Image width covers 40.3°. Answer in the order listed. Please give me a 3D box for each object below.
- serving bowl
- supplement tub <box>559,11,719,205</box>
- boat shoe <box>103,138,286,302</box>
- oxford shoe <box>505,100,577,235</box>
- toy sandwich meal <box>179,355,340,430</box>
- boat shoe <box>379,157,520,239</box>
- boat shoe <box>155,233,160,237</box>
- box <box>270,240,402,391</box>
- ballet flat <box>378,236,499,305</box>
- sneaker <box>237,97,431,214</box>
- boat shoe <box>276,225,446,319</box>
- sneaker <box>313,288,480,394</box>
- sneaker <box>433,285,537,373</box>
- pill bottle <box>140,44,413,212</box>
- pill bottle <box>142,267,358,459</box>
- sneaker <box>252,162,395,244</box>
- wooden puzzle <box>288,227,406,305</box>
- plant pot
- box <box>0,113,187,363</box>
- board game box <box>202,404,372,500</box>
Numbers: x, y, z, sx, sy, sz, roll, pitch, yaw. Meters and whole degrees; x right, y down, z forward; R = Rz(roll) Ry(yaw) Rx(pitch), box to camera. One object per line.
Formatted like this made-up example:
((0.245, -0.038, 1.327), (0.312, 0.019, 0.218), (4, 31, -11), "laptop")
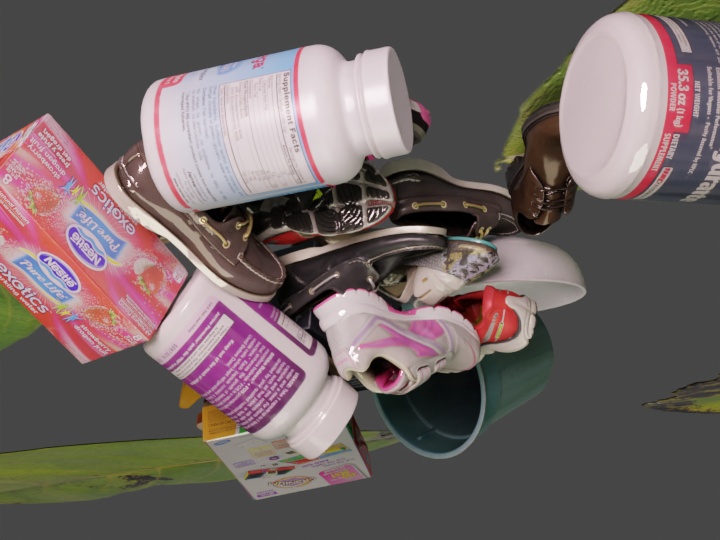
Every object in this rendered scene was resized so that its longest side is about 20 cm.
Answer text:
((0.156, 0.003, 1.129), (0.197, 0.067, 0.200), (-3, 167, -1), "serving bowl")
((0.270, -0.123, 0.770), (0.197, 0.142, 0.140), (2, 159, -14), "supplement tub")
((-0.134, -0.044, 0.883), (0.059, 0.072, 0.200), (-38, 122, 20), "boat shoe")
((0.185, -0.091, 0.924), (0.072, 0.086, 0.200), (-2, 158, 0), "oxford shoe")
((-0.118, 0.131, 1.093), (0.202, 0.071, 0.206), (2, 154, 1), "toy sandwich meal")
((0.099, -0.059, 1.022), (0.200, 0.061, 0.071), (14, 153, -39), "boat shoe")
((-0.222, -0.050, 0.965), (0.200, 0.061, 0.071), (-22, 150, 39), "boat shoe")
((-0.062, 0.066, 1.159), (0.147, 0.108, 0.200), (-13, 151, 29), "box")
((0.065, 0.003, 1.032), (0.071, 0.073, 0.199), (13, 174, -37), "ballet flat")
((-0.033, -0.096, 0.860), (0.197, 0.089, 0.074), (-9, 159, 13), "sneaker")
((0.000, 0.000, 0.988), (0.198, 0.069, 0.072), (-16, 168, 25), "boat shoe")
((0.041, 0.085, 0.987), (0.198, 0.089, 0.081), (12, 149, -33), "sneaker")
((0.111, 0.056, 1.089), (0.084, 0.078, 0.200), (25, 151, -21), "sneaker")
((-0.063, -0.115, 0.776), (0.197, 0.110, 0.109), (-9, 159, 13), "pill bottle")
((-0.102, 0.091, 0.951), (0.200, 0.113, 0.112), (40, 145, -12), "pill bottle")
((-0.047, -0.065, 0.964), (0.198, 0.078, 0.085), (-5, 173, 32), "sneaker")
((-0.011, -0.003, 1.198), (0.182, 0.038, 0.200), (3, 154, -16), "wooden puzzle")
((0.146, 0.127, 1.318), (0.195, 0.203, 0.199), (-12, 170, -45), "plant pot")
((-0.264, -0.024, 0.881), (0.099, 0.096, 0.201), (-18, 123, 33), "box")
((-0.077, 0.196, 1.110), (0.151, 0.041, 0.201), (-12, 148, 4), "board game box")
